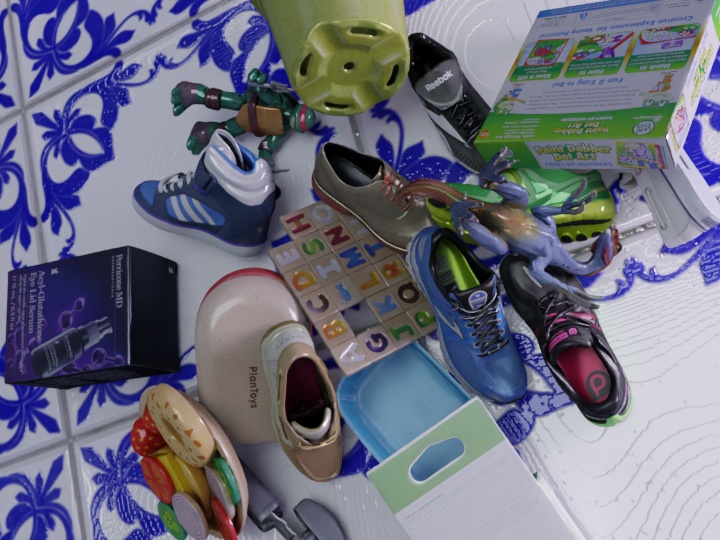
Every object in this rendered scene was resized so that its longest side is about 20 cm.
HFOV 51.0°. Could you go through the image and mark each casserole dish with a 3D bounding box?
[{"bbox_3d":[0.061,0.158,0.818,0.121,0.039,0.200,-48,66,7],"label":"casserole dish"}]

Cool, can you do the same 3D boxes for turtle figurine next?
[{"bbox_3d":[-0.129,-0.184,0.934,0.197,0.101,0.152,7,122,19],"label":"turtle figurine"}]

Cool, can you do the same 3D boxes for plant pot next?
[{"bbox_3d":[-0.025,-0.281,0.831,0.198,0.200,0.187,-23,57,15],"label":"plant pot"}]

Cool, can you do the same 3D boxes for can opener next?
[{"bbox_3d":[-0.097,0.261,0.862,0.067,0.054,0.200,-37,64,-24],"label":"can opener"}]

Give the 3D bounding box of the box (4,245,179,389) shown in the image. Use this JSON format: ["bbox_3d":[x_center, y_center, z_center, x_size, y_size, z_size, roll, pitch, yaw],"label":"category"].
[{"bbox_3d":[-0.339,0.064,0.959,0.197,0.104,0.151,-11,75,19],"label":"box"}]

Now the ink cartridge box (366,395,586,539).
[{"bbox_3d":[0.119,0.244,0.748,0.145,0.048,0.201,-36,82,11],"label":"ink cartridge box"}]

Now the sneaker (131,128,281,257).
[{"bbox_3d":[-0.190,-0.114,0.914,0.197,0.081,0.148,23,126,17],"label":"sneaker"}]

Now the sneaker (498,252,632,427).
[{"bbox_3d":[0.207,0.059,0.755,0.076,0.084,0.202,-35,69,10],"label":"sneaker"}]

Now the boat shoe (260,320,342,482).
[{"bbox_3d":[-0.057,0.153,0.792,0.073,0.203,0.066,-22,29,-12],"label":"boat shoe"}]

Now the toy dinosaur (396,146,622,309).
[{"bbox_3d":[0.168,-0.048,0.740,0.199,0.180,0.106,31,91,47],"label":"toy dinosaur"}]

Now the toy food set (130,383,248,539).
[{"bbox_3d":[-0.195,0.222,0.847,0.199,0.048,0.200,-25,93,49],"label":"toy food set"}]

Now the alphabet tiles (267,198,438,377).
[{"bbox_3d":[0.000,0.000,0.835,0.165,0.008,0.201,-24,66,-26],"label":"alphabet tiles"}]

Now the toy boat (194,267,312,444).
[{"bbox_3d":[-0.120,0.089,0.863,0.128,0.131,0.203,-1,114,-7],"label":"toy boat"}]

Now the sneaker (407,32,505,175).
[{"bbox_3d":[0.102,-0.188,0.843,0.066,0.090,0.202,-35,69,11],"label":"sneaker"}]

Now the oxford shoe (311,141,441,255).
[{"bbox_3d":[0.032,-0.076,0.837,0.198,0.075,0.071,26,68,6],"label":"oxford shoe"}]

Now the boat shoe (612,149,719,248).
[{"bbox_3d":[0.288,-0.114,0.769,0.070,0.070,0.202,-41,58,35],"label":"boat shoe"}]

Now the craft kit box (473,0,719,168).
[{"bbox_3d":[0.237,-0.188,0.748,0.198,0.049,0.199,7,57,42],"label":"craft kit box"}]

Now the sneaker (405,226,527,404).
[{"bbox_3d":[0.111,0.046,0.772,0.078,0.089,0.202,-29,88,-9],"label":"sneaker"}]

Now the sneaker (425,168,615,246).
[{"bbox_3d":[0.167,-0.075,0.803,0.196,0.074,0.085,2,58,3],"label":"sneaker"}]
